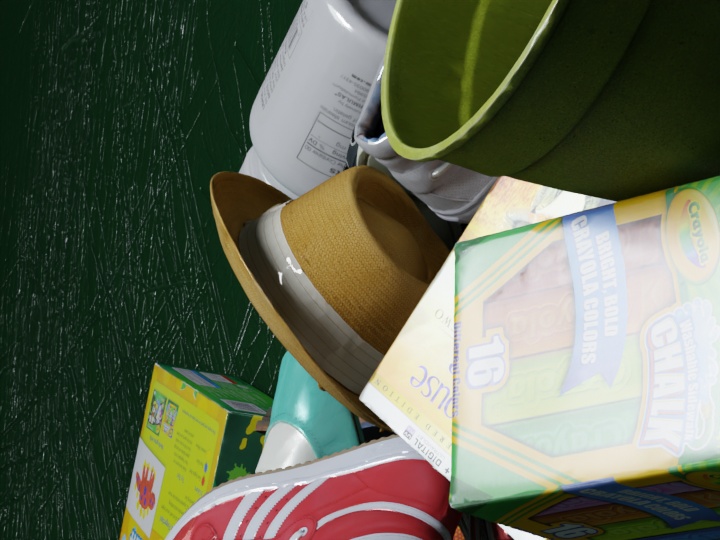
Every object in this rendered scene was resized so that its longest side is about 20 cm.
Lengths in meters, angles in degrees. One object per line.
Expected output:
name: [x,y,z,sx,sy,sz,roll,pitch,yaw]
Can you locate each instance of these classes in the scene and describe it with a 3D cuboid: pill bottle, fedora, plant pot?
pill bottle: [-0.008,-0.104,1.549,0.200,0.114,0.115,120,151,-41]
fedora: [0.000,0.000,1.356,0.082,0.201,0.201,-37,36,14]
plant pot: [0.140,-0.108,1.036,0.201,0.192,0.201,-53,25,38]

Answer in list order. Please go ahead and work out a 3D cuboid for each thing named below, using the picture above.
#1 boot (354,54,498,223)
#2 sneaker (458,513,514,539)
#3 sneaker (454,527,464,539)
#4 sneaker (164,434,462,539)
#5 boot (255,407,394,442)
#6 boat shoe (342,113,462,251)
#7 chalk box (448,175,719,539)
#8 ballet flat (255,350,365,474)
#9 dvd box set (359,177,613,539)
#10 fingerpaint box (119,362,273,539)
boot: [0.080,-0.125,1.277,0.073,0.095,0.200,32,88,49]
sneaker: [0.075,0.097,1.300,0.082,0.077,0.201,124,148,-50]
sneaker: [0.023,0.159,1.429,0.200,0.073,0.078,-22,60,53]
sneaker: [-0.036,0.160,1.251,0.199,0.071,0.113,-25,29,29]
boot: [0.003,0.067,1.525,0.200,0.074,0.097,-10,61,57]
boat shoe: [0.025,-0.056,1.454,0.200,0.074,0.066,78,-166,-63]
chalk box: [0.151,0.041,1.020,0.199,0.124,0.125,-16,64,40]
ballet flat: [-0.024,0.144,1.348,0.067,0.070,0.201,-16,91,55]
dvd box set: [0.100,0.021,1.181,0.146,0.029,0.200,41,103,38]
fingerpaint box: [-0.107,0.169,1.743,0.200,0.073,0.168,-161,82,-69]
